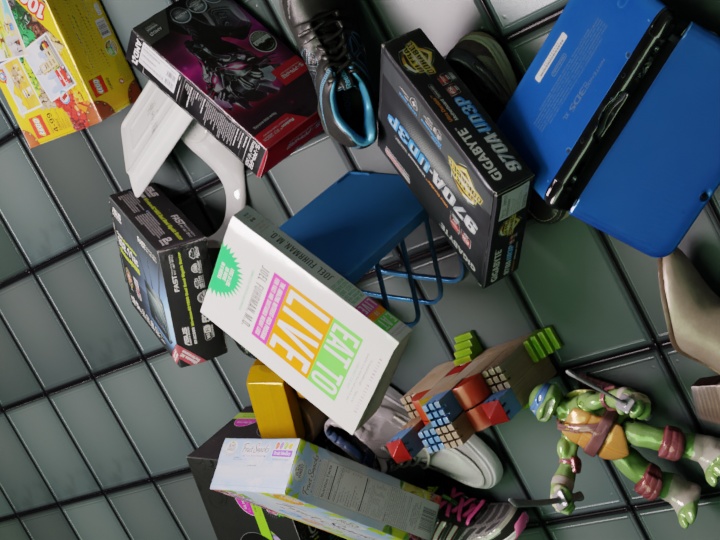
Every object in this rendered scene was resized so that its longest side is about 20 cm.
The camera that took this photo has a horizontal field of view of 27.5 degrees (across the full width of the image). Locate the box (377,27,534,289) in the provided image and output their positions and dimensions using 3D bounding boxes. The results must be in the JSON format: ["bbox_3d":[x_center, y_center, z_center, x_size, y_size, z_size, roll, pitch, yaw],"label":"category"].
[{"bbox_3d":[0.086,-0.106,1.392,0.201,0.046,0.159,56,162,26],"label":"box"}]

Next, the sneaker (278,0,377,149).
[{"bbox_3d":[-0.022,-0.216,1.454,0.082,0.073,0.202,-130,19,-68],"label":"sneaker"}]

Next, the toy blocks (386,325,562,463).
[{"bbox_3d":[0.107,0.136,1.537,0.199,0.137,0.101,-24,100,44],"label":"toy blocks"}]

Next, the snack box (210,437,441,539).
[{"bbox_3d":[-0.039,0.245,1.626,0.199,0.068,0.168,25,162,-30],"label":"snack box"}]

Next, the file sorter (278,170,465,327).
[{"bbox_3d":[0.000,0.000,1.501,0.138,0.200,0.124,8,124,35],"label":"file sorter"}]

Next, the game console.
[{"bbox_3d":[0.240,-0.143,1.304,0.201,0.118,0.171,-59,43,23],"label":"game console"}]

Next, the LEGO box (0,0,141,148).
[{"bbox_3d":[-0.363,-0.263,1.720,0.148,0.077,0.201,-12,107,42],"label":"LEGO box"}]

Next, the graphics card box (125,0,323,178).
[{"bbox_3d":[-0.132,-0.202,1.533,0.200,0.125,0.051,42,144,12],"label":"graphics card box"}]

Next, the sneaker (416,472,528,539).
[{"bbox_3d":[0.100,0.275,1.672,0.199,0.074,0.088,-10,115,47],"label":"sneaker"}]

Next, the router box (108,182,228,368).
[{"bbox_3d":[-0.227,0.003,1.721,0.200,0.062,0.151,40,142,56],"label":"router box"}]

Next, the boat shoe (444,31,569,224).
[{"bbox_3d":[0.135,-0.127,1.404,0.072,0.065,0.201,-17,104,43],"label":"boat shoe"}]

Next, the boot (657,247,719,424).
[{"bbox_3d":[0.363,0.062,1.342,0.145,0.070,0.202,-8,111,35],"label":"boot"}]

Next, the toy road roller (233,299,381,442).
[{"bbox_3d":[-0.045,0.101,1.656,0.145,0.123,0.202,2,116,26],"label":"toy road roller"}]

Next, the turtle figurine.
[{"bbox_3d":[0.248,0.186,1.429,0.192,0.200,0.145,22,91,1],"label":"turtle figurine"}]

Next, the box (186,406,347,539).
[{"bbox_3d":[-0.095,0.285,1.804,0.148,0.124,0.202,-2,115,39],"label":"box"}]

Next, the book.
[{"bbox_3d":[-0.053,0.045,1.403,0.199,0.048,0.134,36,134,14],"label":"book"}]

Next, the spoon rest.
[{"bbox_3d":[-0.166,-0.129,1.666,0.099,0.060,0.202,2,103,37],"label":"spoon rest"}]

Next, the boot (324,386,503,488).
[{"bbox_3d":[0.055,0.205,1.647,0.199,0.095,0.074,27,136,25],"label":"boot"}]

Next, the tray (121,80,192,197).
[{"bbox_3d":[-0.228,-0.179,1.657,0.200,0.022,0.108,-47,47,46],"label":"tray"}]
